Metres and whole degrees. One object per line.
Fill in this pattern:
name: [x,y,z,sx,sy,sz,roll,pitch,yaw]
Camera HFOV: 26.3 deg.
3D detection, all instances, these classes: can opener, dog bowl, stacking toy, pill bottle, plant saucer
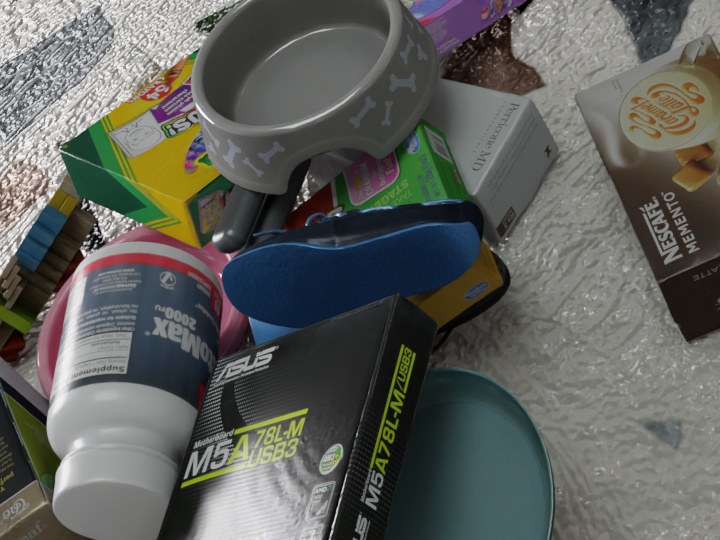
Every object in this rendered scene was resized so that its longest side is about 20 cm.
can opener: [-0.071,-0.085,1.236,0.066,0.053,0.201,-26,37,44]
dog bowl: [-0.042,-0.154,1.194,0.199,0.059,0.201,-13,48,15]
stacking toy: [0.015,0.135,1.109,0.199,0.085,0.086,3,57,38]
pill bottle: [-0.167,0.091,1.135,0.119,0.120,0.201,-14,50,19]
plant saucer: [0.047,0.163,0.997,0.199,0.027,0.202,-19,60,36]
plant saucer: [-0.174,0.051,1.287,0.199,0.051,0.202,-14,50,18]

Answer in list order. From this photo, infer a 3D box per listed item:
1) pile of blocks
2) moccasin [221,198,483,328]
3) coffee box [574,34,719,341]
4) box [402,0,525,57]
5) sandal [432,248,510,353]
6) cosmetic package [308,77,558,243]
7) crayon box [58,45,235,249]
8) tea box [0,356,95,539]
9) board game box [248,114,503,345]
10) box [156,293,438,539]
pile of blocks: [-0.283,0.006,1.366,0.201,0.062,0.082,-62,10,-20]
moccasin: [-0.001,-0.005,1.103,0.199,0.081,0.068,-6,25,23]
coffee box: [0.245,-0.063,1.123,0.114,0.080,0.201,-24,48,11]
box: [0.036,-0.226,1.336,0.136,0.039,0.200,17,40,37]
sandal: [0.035,0.040,1.191,0.199,0.045,0.075,-30,43,27]
cosmetic package: [0.050,-0.102,1.266,0.199,0.074,0.102,16,66,38]
crayon box: [-0.133,-0.118,1.353,0.172,0.059,0.200,21,51,39]
tea box: [-0.313,0.200,1.192,0.199,0.134,0.197,-35,46,1]
board game box: [0.000,0.000,1.175,0.200,0.040,0.154,-37,50,23]
box: [-0.049,0.127,1.005,0.199,0.047,0.194,-21,45,45]
